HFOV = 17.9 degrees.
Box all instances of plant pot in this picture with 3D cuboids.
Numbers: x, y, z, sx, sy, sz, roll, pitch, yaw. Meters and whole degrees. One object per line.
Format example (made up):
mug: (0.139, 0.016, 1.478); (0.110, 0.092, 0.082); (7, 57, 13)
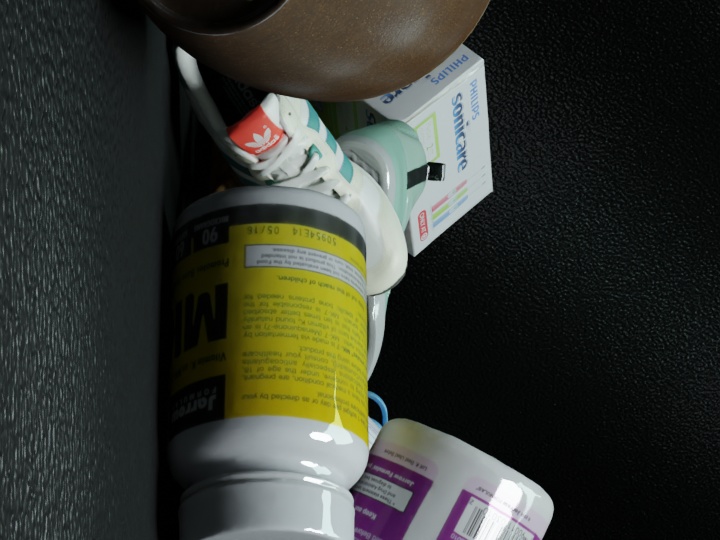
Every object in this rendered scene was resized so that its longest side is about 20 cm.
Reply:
plant pot: (-0.041, -0.164, 1.094); (0.200, 0.186, 0.188); (-33, 123, -72)

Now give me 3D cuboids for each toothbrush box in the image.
toothbrush box: (-0.007, -0.129, 1.597); (0.200, 0.086, 0.146); (38, -24, 28)

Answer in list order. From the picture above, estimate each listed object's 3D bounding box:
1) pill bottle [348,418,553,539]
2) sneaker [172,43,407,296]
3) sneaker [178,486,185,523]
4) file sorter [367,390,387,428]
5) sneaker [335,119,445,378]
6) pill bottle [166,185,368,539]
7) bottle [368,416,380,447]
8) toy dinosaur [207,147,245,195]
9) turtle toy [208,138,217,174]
pill bottle: (0.019, 0.195, 1.291); (0.200, 0.112, 0.112); (-62, 174, -10)
sneaker: (-0.048, -0.065, 1.347); (0.200, 0.070, 0.093); (56, 12, 1)
sneaker: (-0.057, 0.127, 1.383); (0.200, 0.095, 0.080); (-90, 179, -60)
file sorter: (-0.039, 0.186, 1.696); (0.200, 0.122, 0.139); (-88, 176, -67)
sneaker: (0.000, 0.000, 1.470); (0.118, 0.074, 0.201); (-39, 146, -65)
pill bottle: (-0.051, 0.064, 1.270); (0.114, 0.114, 0.201); (87, 2, -64)
bottle: (-0.013, 0.135, 1.540); (0.083, 0.200, 0.065); (-26, -157, 48)
toy dinosaur: (-0.074, -0.070, 1.441); (0.200, 0.060, 0.106); (-87, 166, -51)
turtle toy: (-0.053, -0.026, 1.574); (0.200, 0.101, 0.146); (-158, -113, -84)
